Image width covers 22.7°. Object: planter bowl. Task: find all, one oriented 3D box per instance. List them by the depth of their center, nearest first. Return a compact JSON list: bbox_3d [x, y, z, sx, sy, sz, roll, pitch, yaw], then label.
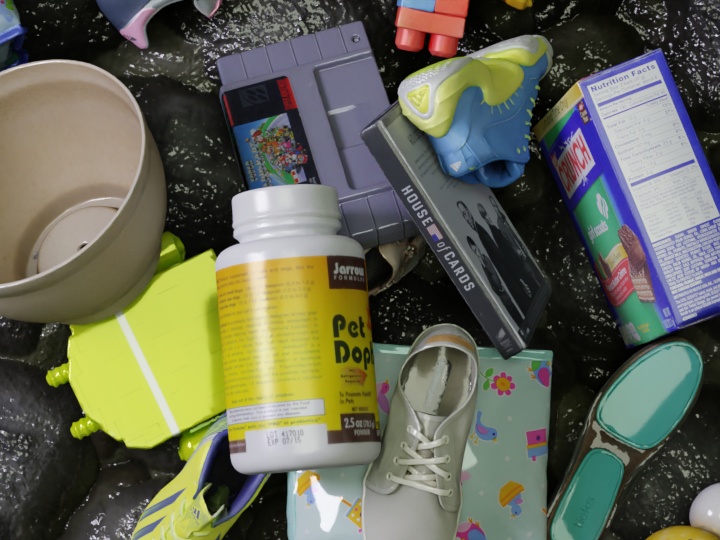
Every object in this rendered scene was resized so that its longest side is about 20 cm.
[{"bbox_3d":[-0.229,-0.040,1.362,0.200,0.135,0.200,-10,57,15],"label":"planter bowl"}]

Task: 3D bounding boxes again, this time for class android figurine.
[{"bbox_3d":[-0.148,0.065,1.418,0.200,0.041,0.182,-28,86,-8],"label":"android figurine"}]

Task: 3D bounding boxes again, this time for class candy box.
[{"bbox_3d":[0.216,-0.050,1.378,0.077,0.169,0.200,-20,84,-7],"label":"candy box"}]

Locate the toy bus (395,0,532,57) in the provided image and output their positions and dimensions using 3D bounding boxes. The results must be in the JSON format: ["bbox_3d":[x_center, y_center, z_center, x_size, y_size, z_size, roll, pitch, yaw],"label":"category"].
[{"bbox_3d":[0.094,-0.264,1.425,0.200,0.136,0.192,6,97,-4],"label":"toy bus"}]

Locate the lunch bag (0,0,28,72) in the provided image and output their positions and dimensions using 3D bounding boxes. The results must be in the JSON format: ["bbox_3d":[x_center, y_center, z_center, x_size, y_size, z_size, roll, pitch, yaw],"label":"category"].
[{"bbox_3d":[-0.383,-0.202,1.398,0.200,0.127,0.170,-28,86,-14],"label":"lunch bag"}]

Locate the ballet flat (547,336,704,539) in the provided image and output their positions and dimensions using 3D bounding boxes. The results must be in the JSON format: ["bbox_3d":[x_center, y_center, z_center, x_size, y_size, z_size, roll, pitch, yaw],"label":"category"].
[{"bbox_3d":[0.197,0.137,1.408,0.068,0.068,0.200,35,84,0],"label":"ballet flat"}]

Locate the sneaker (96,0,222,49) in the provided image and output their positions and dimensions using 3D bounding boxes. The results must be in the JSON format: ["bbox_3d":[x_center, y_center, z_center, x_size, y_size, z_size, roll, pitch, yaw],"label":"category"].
[{"bbox_3d":[-0.119,-0.253,1.449,0.200,0.070,0.082,-29,102,-2],"label":"sneaker"}]

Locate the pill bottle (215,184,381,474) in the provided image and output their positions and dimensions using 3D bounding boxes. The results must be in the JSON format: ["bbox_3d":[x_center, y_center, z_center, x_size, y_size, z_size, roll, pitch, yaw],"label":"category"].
[{"bbox_3d":[-0.046,0.043,1.285,0.109,0.109,0.200,-5,83,-2],"label":"pill bottle"}]

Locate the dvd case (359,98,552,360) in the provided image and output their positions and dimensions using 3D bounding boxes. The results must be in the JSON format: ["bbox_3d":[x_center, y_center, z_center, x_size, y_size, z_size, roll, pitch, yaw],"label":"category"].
[{"bbox_3d":[0.077,-0.041,1.369,0.025,0.150,0.200,-31,96,20],"label":"dvd case"}]

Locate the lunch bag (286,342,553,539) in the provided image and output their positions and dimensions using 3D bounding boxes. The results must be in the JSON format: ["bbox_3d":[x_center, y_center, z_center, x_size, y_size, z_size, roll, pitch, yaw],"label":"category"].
[{"bbox_3d":[0.040,0.139,1.379,0.200,0.122,0.171,2,85,-7],"label":"lunch bag"}]

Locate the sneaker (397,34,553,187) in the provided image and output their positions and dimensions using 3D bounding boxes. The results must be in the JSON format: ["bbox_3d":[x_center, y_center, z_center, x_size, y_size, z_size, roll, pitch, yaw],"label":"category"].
[{"bbox_3d":[0.101,-0.119,1.391,0.076,0.200,0.105,-18,94,38],"label":"sneaker"}]

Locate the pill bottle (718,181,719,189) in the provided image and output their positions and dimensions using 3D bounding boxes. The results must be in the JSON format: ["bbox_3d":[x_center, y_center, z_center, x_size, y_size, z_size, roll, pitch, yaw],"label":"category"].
[{"bbox_3d":[0.386,-0.033,1.410,0.200,0.112,0.112,5,84,-1],"label":"pill bottle"}]

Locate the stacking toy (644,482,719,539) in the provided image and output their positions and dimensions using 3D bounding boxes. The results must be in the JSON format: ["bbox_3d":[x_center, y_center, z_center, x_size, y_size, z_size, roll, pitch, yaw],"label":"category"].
[{"bbox_3d":[0.244,0.247,1.386,0.146,0.146,0.200,31,67,2],"label":"stacking toy"}]

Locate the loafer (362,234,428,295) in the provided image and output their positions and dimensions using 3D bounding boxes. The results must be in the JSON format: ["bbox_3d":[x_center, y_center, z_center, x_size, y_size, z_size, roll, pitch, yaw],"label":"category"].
[{"bbox_3d":[0.000,0.000,1.396,0.200,0.072,0.063,-31,45,-19],"label":"loafer"}]

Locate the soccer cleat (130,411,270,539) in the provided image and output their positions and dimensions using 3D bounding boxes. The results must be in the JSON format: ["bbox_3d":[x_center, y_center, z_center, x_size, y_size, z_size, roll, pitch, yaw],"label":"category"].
[{"bbox_3d":[-0.126,0.187,1.369,0.065,0.084,0.200,32,104,-6],"label":"soccer cleat"}]

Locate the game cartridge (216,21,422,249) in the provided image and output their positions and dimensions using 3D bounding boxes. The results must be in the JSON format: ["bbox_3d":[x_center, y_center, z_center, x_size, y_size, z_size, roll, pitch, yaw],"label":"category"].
[{"bbox_3d":[-0.034,-0.100,1.404,0.130,0.038,0.200,-13,59,-7],"label":"game cartridge"}]

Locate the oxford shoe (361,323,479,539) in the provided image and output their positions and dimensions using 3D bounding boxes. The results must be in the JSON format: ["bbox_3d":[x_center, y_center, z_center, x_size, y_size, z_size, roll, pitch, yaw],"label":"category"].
[{"bbox_3d":[0.044,0.135,1.293,0.075,0.058,0.200,13,87,1],"label":"oxford shoe"}]
